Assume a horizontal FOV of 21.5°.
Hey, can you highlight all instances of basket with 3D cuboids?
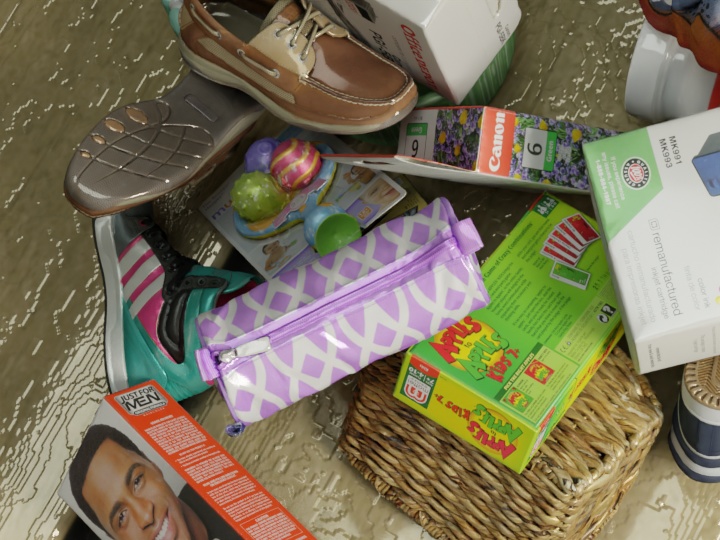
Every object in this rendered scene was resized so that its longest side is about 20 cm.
[{"bbox_3d":[0.103,0.109,1.360,0.200,0.150,0.143,37,49,21],"label":"basket"}]

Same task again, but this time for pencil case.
[{"bbox_3d":[-0.014,0.025,1.215,0.199,0.086,0.084,-27,70,0],"label":"pencil case"}]

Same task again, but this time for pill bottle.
[{"bbox_3d":[0.300,-0.128,1.367,0.199,0.116,0.117,19,76,18],"label":"pill bottle"}]

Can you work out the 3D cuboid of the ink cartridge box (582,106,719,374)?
[{"bbox_3d":[0.259,-0.031,1.243,0.198,0.088,0.146,-13,70,6],"label":"ink cartridge box"}]

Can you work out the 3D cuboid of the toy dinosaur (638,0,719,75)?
[{"bbox_3d":[0.228,-0.174,1.264,0.200,0.105,0.181,-45,23,-27],"label":"toy dinosaur"}]

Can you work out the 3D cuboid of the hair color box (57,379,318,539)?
[{"bbox_3d":[-0.119,0.184,1.359,0.200,0.061,0.102,41,121,22],"label":"hair color box"}]

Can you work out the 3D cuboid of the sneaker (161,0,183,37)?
[{"bbox_3d":[-0.095,-0.250,1.515,0.139,0.078,0.201,-23,69,5],"label":"sneaker"}]

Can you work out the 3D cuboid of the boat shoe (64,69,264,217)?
[{"bbox_3d":[-0.142,-0.087,1.406,0.076,0.072,0.200,43,49,13],"label":"boat shoe"}]

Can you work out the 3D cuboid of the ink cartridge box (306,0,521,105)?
[{"bbox_3d":[0.002,-0.219,1.340,0.199,0.147,0.083,33,83,20],"label":"ink cartridge box"}]

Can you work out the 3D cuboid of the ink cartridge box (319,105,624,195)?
[{"bbox_3d":[0.083,-0.089,1.346,0.109,0.199,0.051,6,89,59],"label":"ink cartridge box"}]

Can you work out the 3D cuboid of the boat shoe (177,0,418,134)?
[{"bbox_3d":[-0.051,-0.158,1.357,0.199,0.072,0.076,21,52,22],"label":"boat shoe"}]

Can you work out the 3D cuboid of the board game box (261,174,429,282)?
[{"bbox_3d":[0.000,0.000,1.358,0.135,0.200,0.035,-31,108,1],"label":"board game box"}]

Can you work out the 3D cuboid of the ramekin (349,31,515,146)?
[{"bbox_3d":[0.027,-0.194,1.459,0.198,0.098,0.202,-4,71,11],"label":"ramekin"}]

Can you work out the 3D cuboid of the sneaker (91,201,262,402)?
[{"bbox_3d":[-0.135,0.003,1.433,0.120,0.084,0.202,-10,78,14],"label":"sneaker"}]

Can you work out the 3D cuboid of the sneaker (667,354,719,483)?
[{"bbox_3d":[0.271,0.063,1.342,0.070,0.109,0.200,19,46,20],"label":"sneaker"}]

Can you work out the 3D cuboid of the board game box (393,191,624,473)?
[{"bbox_3d":[0.118,0.038,1.293,0.101,0.048,0.200,30,47,15],"label":"board game box"}]

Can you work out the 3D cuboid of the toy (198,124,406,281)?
[{"bbox_3d":[-0.057,-0.063,1.405,0.115,0.047,0.200,-41,34,-4],"label":"toy"}]
